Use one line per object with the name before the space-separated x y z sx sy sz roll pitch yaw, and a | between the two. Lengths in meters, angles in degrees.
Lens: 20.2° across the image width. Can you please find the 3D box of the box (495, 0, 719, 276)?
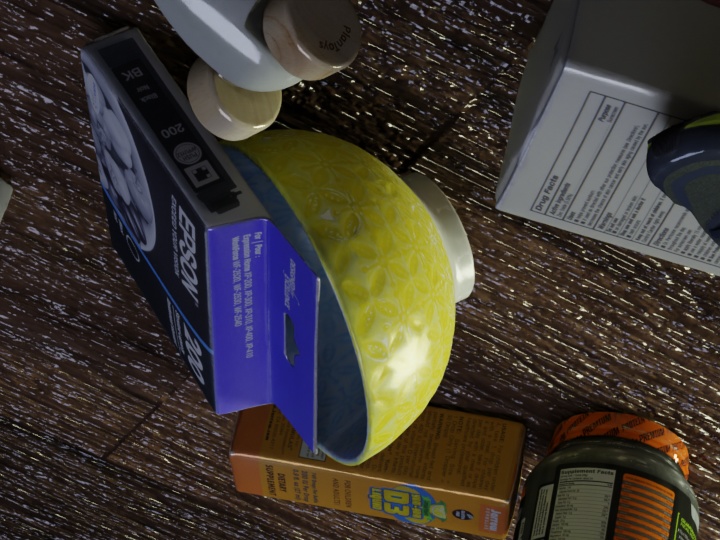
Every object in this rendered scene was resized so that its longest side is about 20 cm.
box | 0.183 -0.076 0.998 0.200 0.109 0.128 17 147 -4

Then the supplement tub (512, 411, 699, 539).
supplement tub | 0.158 0.202 1.343 0.122 0.200 0.123 10 146 7

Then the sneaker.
sneaker | 0.205 -0.002 0.925 0.200 0.081 0.074 34 141 -27

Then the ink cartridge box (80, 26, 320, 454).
ink cartridge box | -0.090 -0.007 1.155 0.043 0.200 0.198 -28 151 -18

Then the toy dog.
toy dog | -0.074 -0.165 1.007 0.132 0.096 0.200 -5 128 32

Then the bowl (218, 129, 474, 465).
bowl | 0.000 0.000 1.165 0.108 0.200 0.200 -25 153 -20

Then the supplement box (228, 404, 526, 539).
supplement box | 0.013 0.131 1.416 0.200 0.069 0.067 7 149 7

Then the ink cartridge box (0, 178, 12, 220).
ink cartridge box | -0.341 -0.060 1.249 0.146 0.086 0.200 -16 135 38
